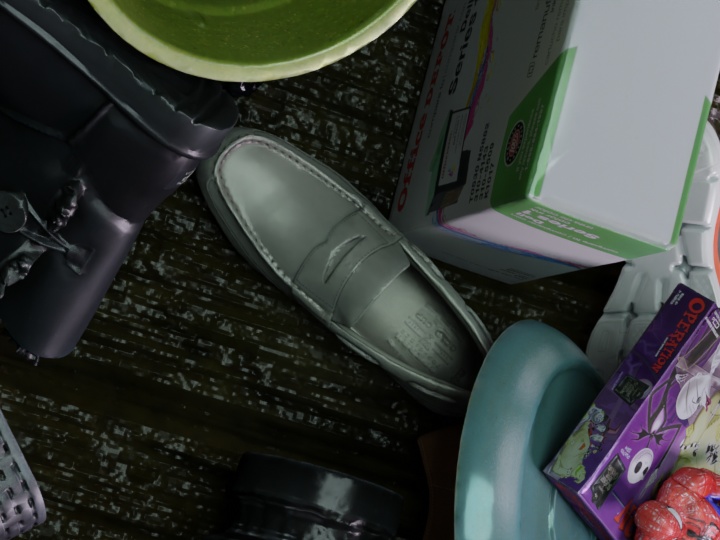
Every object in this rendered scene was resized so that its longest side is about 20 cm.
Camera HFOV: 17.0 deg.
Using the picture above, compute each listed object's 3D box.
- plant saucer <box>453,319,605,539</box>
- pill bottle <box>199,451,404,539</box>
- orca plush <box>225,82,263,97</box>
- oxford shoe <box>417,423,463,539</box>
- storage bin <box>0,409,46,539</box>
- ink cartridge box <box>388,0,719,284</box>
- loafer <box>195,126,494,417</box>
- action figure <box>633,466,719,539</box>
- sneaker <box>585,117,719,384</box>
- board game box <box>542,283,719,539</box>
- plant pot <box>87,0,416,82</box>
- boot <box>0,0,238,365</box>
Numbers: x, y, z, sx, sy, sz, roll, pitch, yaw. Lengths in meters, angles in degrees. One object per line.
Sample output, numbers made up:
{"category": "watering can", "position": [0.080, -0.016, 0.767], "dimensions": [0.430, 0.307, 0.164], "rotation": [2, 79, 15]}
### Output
{"category": "plant saucer", "position": [0.098, 0.125, 1.218], "dimensions": [0.200, 0.027, 0.201], "rotation": [10, 79, -63]}
{"category": "pill bottle", "position": [-0.045, 0.196, 1.178], "dimensions": [0.112, 0.112, 0.200], "rotation": [20, 79, -20]}
{"category": "orca plush", "position": [-0.058, -0.111, 1.217], "dimensions": [0.200, 0.105, 0.071], "rotation": [-32, 136, -38]}
{"category": "oxford shoe", "position": [0.059, 0.178, 1.257], "dimensions": [0.071, 0.071, 0.200], "rotation": [-3, 86, 4]}
{"category": "storage bin", "position": [-0.239, 0.047, 1.096], "dimensions": [0.094, 0.135, 0.200], "rotation": [-27, 96, -22]}
{"category": "ink cartridge box", "position": [0.097, -0.080, 1.210], "dimensions": [0.084, 0.200, 0.145], "rotation": [18, 80, -17]}
{"category": "loafer", "position": [0.000, 0.000, 1.231], "dimensions": [0.200, 0.070, 0.070], "rotation": [40, 81, -14]}
{"category": "action figure", "position": [0.194, 0.139, 1.244], "dimensions": [0.200, 0.052, 0.065], "rotation": [19, 105, -52]}
{"category": "sneaker", "position": [0.174, 0.004, 1.302], "dimensions": [0.077, 0.082, 0.200], "rotation": [11, 106, 19]}
{"category": "board game box", "position": [0.170, 0.102, 1.250], "dimensions": [0.120, 0.032, 0.200], "rotation": [-50, 143, -7]}
{"category": "plant pot", "position": [-0.073, -0.215, 1.138], "dimensions": [0.200, 0.190, 0.200], "rotation": [-10, 118, -19]}
{"category": "boot", "position": [-0.176, -0.070, 1.128], "dimensions": [0.200, 0.076, 0.168], "rotation": [41, 115, -1]}
